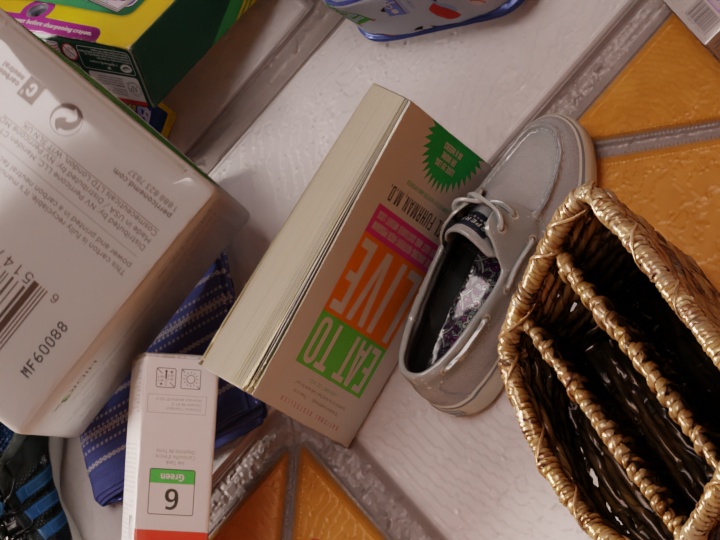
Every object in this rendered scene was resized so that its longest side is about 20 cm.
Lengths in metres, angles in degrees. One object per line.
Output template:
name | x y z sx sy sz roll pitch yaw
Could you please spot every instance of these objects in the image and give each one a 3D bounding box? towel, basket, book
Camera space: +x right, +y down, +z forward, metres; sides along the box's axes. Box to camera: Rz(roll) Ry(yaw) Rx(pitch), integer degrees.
towel | -0.138 0.047 1.698 0.145 0.024 0.200 -30 54 22
basket | 0.154 0.076 1.405 0.143 0.149 0.200 -41 53 11
book | 0.000 0.000 1.552 0.048 0.134 0.200 27 87 36

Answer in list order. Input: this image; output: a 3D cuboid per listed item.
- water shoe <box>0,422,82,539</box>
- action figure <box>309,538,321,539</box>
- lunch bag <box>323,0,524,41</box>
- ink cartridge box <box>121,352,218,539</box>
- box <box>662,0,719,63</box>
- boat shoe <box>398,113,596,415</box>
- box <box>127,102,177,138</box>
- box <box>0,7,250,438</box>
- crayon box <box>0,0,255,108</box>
water shoe | -0.237 0.158 1.672 0.071 0.079 0.201 -27 57 22
action figure | -0.068 0.250 1.511 0.065 0.099 0.201 11 73 35
lunch bag | 0.046 -0.257 1.676 0.160 0.076 0.201 -11 63 35
ink cartridge box | -0.121 0.153 1.570 0.050 0.109 0.201 3 86 -9
box | 0.185 -0.205 1.581 0.041 0.039 0.200 -43 52 8
boat shoe | 0.082 -0.011 1.540 0.070 0.071 0.201 18 80 38
box | -0.231 -0.110 1.800 0.200 0.064 0.070 14 77 38
box | -0.211 -0.027 1.604 0.199 0.171 0.200 39 89 7
crayon box | -0.175 -0.199 1.763 0.200 0.058 0.173 13 48 37
